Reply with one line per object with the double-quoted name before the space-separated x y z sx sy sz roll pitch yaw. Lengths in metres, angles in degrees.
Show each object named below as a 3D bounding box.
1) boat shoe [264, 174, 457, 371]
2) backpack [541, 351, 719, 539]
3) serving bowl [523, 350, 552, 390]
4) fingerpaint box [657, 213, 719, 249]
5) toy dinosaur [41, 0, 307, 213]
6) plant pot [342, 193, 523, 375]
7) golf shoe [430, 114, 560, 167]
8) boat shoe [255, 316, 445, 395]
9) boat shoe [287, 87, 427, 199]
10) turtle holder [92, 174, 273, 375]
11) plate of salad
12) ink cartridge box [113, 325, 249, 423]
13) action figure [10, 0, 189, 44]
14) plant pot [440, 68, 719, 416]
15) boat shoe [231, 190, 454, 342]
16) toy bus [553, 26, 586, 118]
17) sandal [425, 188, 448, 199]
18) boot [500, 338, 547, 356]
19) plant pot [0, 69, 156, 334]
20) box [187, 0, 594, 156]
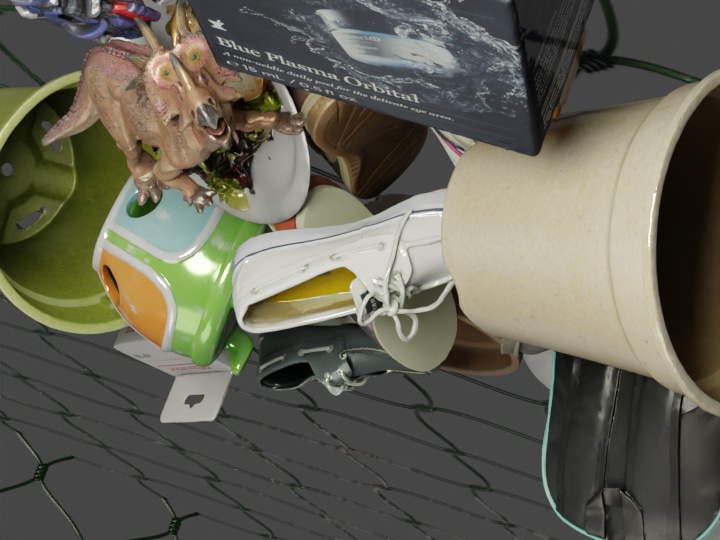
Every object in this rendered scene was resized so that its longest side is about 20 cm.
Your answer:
"boat shoe" 0.000 0.000 1.617 0.062 0.071 0.200 19 159 48
"backpack" 0.231 0.111 1.703 0.175 0.201 0.153 9 178 29
"serving bowl" 0.220 0.088 1.894 0.199 0.066 0.200 20 165 6
"fingerpaint box" 0.283 -0.006 1.470 0.166 0.074 0.200 10 161 32
"toy dinosaur" -0.126 -0.109 1.387 0.199 0.086 0.136 11 153 36
"plant pot" 0.044 0.003 1.772 0.200 0.093 0.201 20 164 6
"golf shoe" 0.111 -0.073 1.476 0.092 0.073 0.200 9 153 48
"boat shoe" -0.010 0.074 1.795 0.199 0.062 0.073 4 158 47
"boat shoe" -0.011 -0.107 1.542 0.072 0.072 0.200 47 -175 19
"turtle holder" -0.114 -0.029 1.658 0.131 0.186 0.141 23 174 3
"plate of salad" -0.112 -0.111 1.522 0.200 0.048 0.201 34 146 26
"ink cartridge box" -0.134 0.020 1.854 0.066 0.201 0.116 27 163 -24
"action figure" -0.192 -0.201 1.371 0.192 0.105 0.200 13 -178 5
"plant pot" 0.156 -0.020 1.331 0.183 0.201 0.200 3 157 43
"boat shoe" 0.009 0.007 1.504 0.201 0.086 0.075 -9 134 9
"toy bus" 0.032 -0.140 1.344 0.199 0.065 0.078 17 164 13
"sandal" 0.123 -0.041 1.583 0.206 0.060 0.079 6 146 -26
"boot" 0.197 0.046 1.519 0.199 0.073 0.182 14 173 4
"plant pot" -0.243 -0.068 1.764 0.200 0.201 0.184 31 173 -35
"box" 0.012 -0.170 1.173 0.196 0.118 0.200 17 163 14
